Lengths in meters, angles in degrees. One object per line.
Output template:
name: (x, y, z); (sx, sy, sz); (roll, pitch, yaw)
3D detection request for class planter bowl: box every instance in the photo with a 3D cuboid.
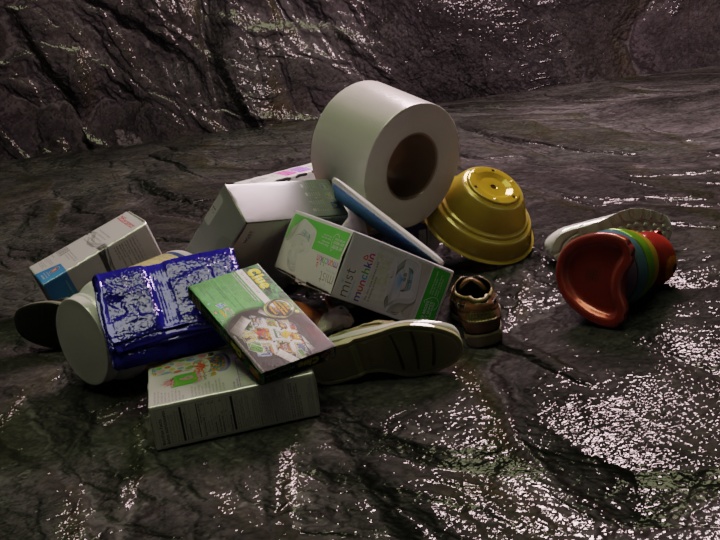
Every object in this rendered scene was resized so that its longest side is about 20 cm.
planter bowl: (0.204, -0.109, 1.770); (0.198, 0.084, 0.202); (13, 40, -11)

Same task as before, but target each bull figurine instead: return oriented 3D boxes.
bull figurine: (-0.110, 0.072, 1.500); (0.197, 0.066, 0.121); (12, 27, 18)

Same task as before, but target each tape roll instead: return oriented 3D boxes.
tape roll: (0.039, -0.184, 1.717); (0.201, 0.205, 0.139); (-20, 35, -34)

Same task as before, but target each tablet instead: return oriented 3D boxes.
tablet: (0.039, -0.064, 1.598); (0.014, 0.199, 0.130); (-53, -4, -5)

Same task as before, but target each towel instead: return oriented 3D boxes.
towel: (-0.240, 0.042, 1.415); (0.197, 0.050, 0.149); (-12, 57, -19)

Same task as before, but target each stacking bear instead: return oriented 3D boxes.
stacking bear: (0.365, -0.007, 1.496); (0.113, 0.123, 0.199); (16, 19, 39)

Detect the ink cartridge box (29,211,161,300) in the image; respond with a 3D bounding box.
ink cartridge box: (-0.449, -0.009, 1.862); (0.199, 0.084, 0.145); (-32, 22, -16)

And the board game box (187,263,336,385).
board game box: (-0.124, 0.062, 1.341); (0.104, 0.024, 0.200); (-20, 40, -25)

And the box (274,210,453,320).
box: (0.000, 0.000, 1.543); (0.175, 0.098, 0.200); (21, 1, -28)

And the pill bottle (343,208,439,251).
pill bottle: (0.025, -0.070, 1.843); (0.197, 0.121, 0.120); (-13, 17, -13)

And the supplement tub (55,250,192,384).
supplement tub: (-0.307, 0.066, 1.521); (0.143, 0.146, 0.199); (7, 23, 43)

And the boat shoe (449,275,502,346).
boat shoe: (0.160, 0.039, 1.501); (0.071, 0.069, 0.200); (-11, 16, -3)

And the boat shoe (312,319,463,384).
boat shoe: (0.032, 0.092, 1.380); (0.197, 0.076, 0.069); (-7, 22, 10)

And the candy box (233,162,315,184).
candy box: (-0.106, -0.089, 1.888); (0.198, 0.170, 0.071); (-19, 18, -29)

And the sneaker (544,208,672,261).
sneaker: (0.387, -0.057, 1.707); (0.197, 0.078, 0.081); (-8, 7, -3)

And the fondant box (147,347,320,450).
fondant box: (-0.158, 0.145, 1.335); (0.197, 0.059, 0.144); (-10, 17, -8)

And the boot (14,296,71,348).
boot: (-0.426, 0.064, 1.723); (0.200, 0.075, 0.154); (-3, 14, 6)

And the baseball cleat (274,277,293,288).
baseball cleat: (-0.176, -0.004, 1.757); (0.199, 0.107, 0.070); (-19, -18, -50)

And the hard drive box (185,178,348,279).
hard drive box: (-0.142, -0.058, 1.659); (0.198, 0.077, 0.156); (-8, -33, -43)
